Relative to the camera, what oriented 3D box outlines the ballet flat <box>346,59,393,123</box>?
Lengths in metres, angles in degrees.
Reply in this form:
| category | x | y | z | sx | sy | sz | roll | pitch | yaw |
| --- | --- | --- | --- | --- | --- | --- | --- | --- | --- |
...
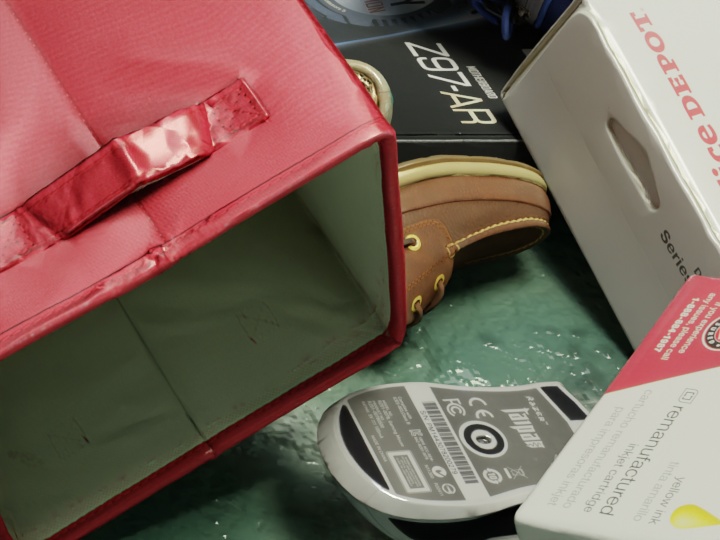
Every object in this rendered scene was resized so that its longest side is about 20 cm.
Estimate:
| category | x | y | z | sx | sy | sz | roll | pitch | yaw |
| --- | --- | --- | --- | --- | --- | --- | --- | --- | --- |
| ballet flat | -0.080 | -0.048 | 1.144 | 0.199 | 0.062 | 0.068 | -20 | 89 | -12 |

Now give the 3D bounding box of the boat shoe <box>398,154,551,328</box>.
| category | x | y | z | sx | sy | sz | roll | pitch | yaw |
| --- | --- | --- | --- | --- | --- | --- | --- | --- | --- |
| boat shoe | 0.000 | 0.000 | 1.172 | 0.199 | 0.072 | 0.068 | -11 | 73 | -37 |

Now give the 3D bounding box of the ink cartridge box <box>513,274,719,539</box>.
| category | x | y | z | sx | sy | sz | roll | pitch | yaw |
| --- | --- | --- | --- | --- | --- | --- | --- | --- | --- |
| ink cartridge box | 0.178 | 0.084 | 0.990 | 0.199 | 0.084 | 0.145 | 8 | 42 | 37 |

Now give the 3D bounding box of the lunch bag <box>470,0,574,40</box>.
| category | x | y | z | sx | sy | sz | roll | pitch | yaw |
| --- | --- | --- | --- | --- | --- | --- | --- | --- | --- |
| lunch bag | 0.107 | -0.193 | 1.275 | 0.132 | 0.201 | 0.136 | 31 | -4 | 2 |

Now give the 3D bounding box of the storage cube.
| category | x | y | z | sx | sy | sz | roll | pitch | yaw |
| --- | --- | --- | --- | --- | --- | --- | --- | --- | --- |
| storage cube | -0.103 | -0.035 | 1.002 | 0.170 | 0.200 | 0.180 | -30 | 69 | -11 |

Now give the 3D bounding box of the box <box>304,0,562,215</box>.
| category | x | y | z | sx | sy | sz | roll | pitch | yaw |
| --- | --- | --- | --- | --- | --- | --- | --- | --- | --- |
| box | 0.007 | -0.100 | 1.306 | 0.159 | 0.044 | 0.200 | -1 | 38 | -27 |

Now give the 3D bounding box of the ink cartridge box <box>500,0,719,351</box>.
| category | x | y | z | sx | sy | sz | roll | pitch | yaw |
| --- | --- | --- | --- | --- | --- | --- | --- | --- | --- |
| ink cartridge box | 0.182 | -0.058 | 1.241 | 0.199 | 0.088 | 0.146 | -16 | 69 | -35 |

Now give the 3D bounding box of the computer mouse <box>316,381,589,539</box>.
| category | x | y | z | sx | sy | sz | roll | pitch | yaw |
| --- | --- | --- | --- | --- | --- | --- | --- | --- | --- |
| computer mouse | 0.069 | 0.077 | 1.107 | 0.199 | 0.044 | 0.110 | -1 | 43 | -27 |
